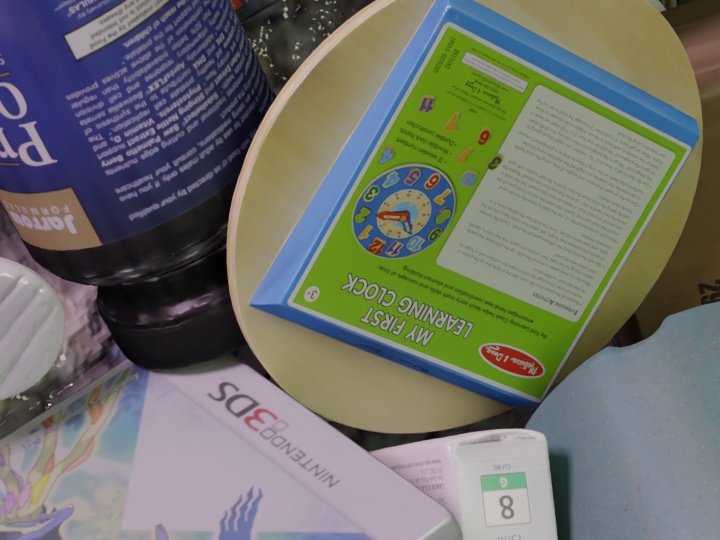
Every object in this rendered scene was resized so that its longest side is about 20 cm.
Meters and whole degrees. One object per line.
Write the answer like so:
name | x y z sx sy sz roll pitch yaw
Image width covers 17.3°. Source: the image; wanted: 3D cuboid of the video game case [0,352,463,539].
video game case | -0.094 0.107 0.835 0.200 0.182 0.022 -33 126 -20

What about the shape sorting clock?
shape sorting clock | 0.041 -0.026 0.893 0.200 0.039 0.200 -14 122 -25

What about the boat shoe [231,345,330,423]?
boat shoe | 0.002 0.000 0.985 0.086 0.075 0.202 35 69 -22

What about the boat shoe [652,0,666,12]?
boat shoe | 0.116 -0.067 1.071 0.200 0.072 0.066 51 58 -22

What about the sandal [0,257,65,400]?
sandal | -0.213 0.008 0.862 0.207 0.059 0.079 10 109 -19

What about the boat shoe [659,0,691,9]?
boat shoe | 0.166 -0.174 1.045 0.072 0.200 0.076 1 38 -6

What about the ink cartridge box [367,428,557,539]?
ink cartridge box | 0.029 0.167 0.921 0.050 0.161 0.200 -5 84 -24

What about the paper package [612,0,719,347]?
paper package | 0.191 -0.022 1.007 0.191 0.103 0.200 -18 116 5

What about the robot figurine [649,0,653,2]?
robot figurine | 0.067 -0.191 0.981 0.150 0.125 0.200 -7 71 -12

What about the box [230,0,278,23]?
box | -0.067 -0.215 0.977 0.200 0.040 0.137 55 42 -12

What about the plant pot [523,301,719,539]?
plant pot | 0.157 0.129 0.888 0.200 0.200 0.196 3 46 -31

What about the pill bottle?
pill bottle | -0.093 -0.066 0.880 0.112 0.112 0.200 -43 122 -29
